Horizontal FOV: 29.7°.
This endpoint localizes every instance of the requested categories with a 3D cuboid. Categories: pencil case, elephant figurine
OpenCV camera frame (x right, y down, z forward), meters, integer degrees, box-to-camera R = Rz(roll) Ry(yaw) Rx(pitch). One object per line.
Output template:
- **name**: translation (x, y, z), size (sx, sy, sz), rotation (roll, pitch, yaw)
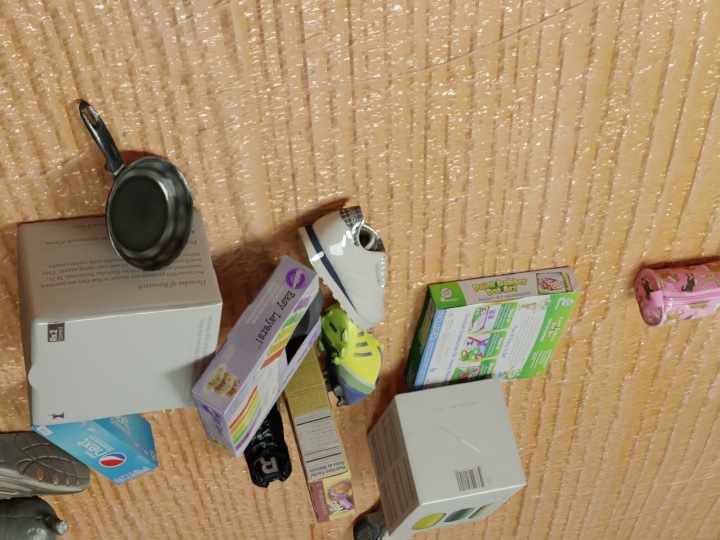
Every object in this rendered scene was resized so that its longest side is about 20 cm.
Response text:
- **pencil case**: translation (0.460, 0.025, 1.786), size (0.198, 0.083, 0.087), rotation (-8, 145, -13)
- **elephant figurine**: translation (-0.502, 0.331, 1.752), size (0.199, 0.142, 0.156), rotation (23, 101, -23)

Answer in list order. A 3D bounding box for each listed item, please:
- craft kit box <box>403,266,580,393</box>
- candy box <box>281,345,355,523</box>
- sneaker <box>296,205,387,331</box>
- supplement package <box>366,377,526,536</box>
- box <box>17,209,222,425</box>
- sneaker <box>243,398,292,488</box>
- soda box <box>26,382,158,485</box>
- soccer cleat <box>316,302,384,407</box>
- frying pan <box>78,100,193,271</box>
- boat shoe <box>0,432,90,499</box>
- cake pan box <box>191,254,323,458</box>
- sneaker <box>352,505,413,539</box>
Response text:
- **craft kit box**: translation (0.168, 0.081, 1.769), size (0.195, 0.049, 0.201), rotation (-5, 143, -14)
- **candy box**: translation (-0.058, 0.196, 1.686), size (0.056, 0.201, 0.117), rotation (-13, 146, -5)
- **sneaker**: translation (0.000, 0.000, 1.561), size (0.080, 0.077, 0.200), rotation (-31, 146, 3)
- **supplement package**: translation (0.112, 0.257, 1.850), size (0.150, 0.152, 0.200), rotation (-8, 159, -15)
- **box**: translation (-0.262, 0.052, 1.459), size (0.198, 0.132, 0.200), rotation (-5, 144, -17)
- **sneaker**: translation (-0.125, 0.210, 1.753), size (0.072, 0.113, 0.201), rotation (-17, 145, -2)
- **soda box**: translation (-0.328, 0.192, 1.677), size (0.064, 0.068, 0.200), rotation (-24, 145, 10)
- **soccer cleat**: translation (-0.009, 0.095, 1.704), size (0.083, 0.065, 0.201), rotation (-28, 147, -19)
- **frying pan**: translation (-0.236, -0.072, 1.341), size (0.031, 0.116, 0.190), rotation (6, 160, 40)
- **boat shoe**: translation (-0.439, 0.247, 1.707), size (0.199, 0.075, 0.073), rotation (19, 136, -29)
- **cake pan box**: translation (-0.112, 0.098, 1.538), size (0.201, 0.052, 0.185), rotation (-57, 170, -21)
- **sneaker**: translation (0.069, 0.381, 2.126), size (0.087, 0.075, 0.200), rotation (-2, 151, -41)
